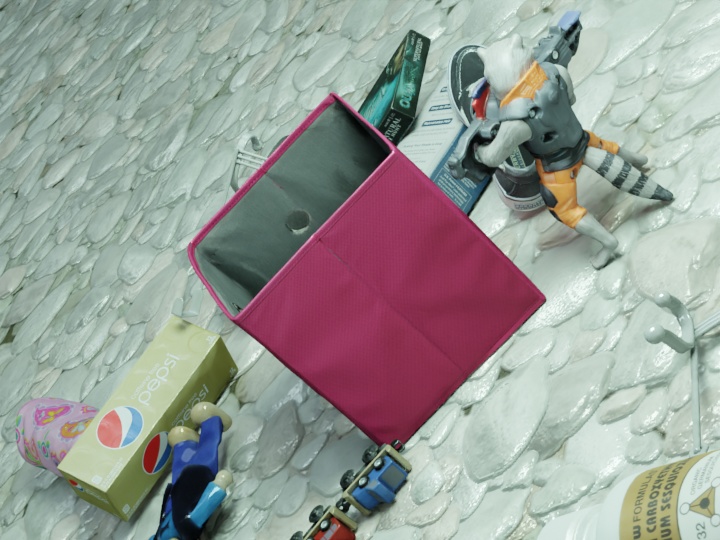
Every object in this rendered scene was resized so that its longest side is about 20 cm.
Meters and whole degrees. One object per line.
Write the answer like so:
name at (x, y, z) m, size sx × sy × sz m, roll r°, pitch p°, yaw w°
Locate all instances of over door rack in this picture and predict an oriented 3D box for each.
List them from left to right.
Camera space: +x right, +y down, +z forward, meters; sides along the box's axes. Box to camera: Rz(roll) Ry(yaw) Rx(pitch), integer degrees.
over door rack at (-0.084, -0.022, 1.770) m, size 0.148 × 0.067 × 0.200 m, roll 20°, pitch 87°, yaw 27°
over door rack at (0.272, 0.040, 1.207) m, size 0.148 × 0.067 × 0.200 m, roll -36°, pitch 28°, yaw 24°

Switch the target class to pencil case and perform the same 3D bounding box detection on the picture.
pencil case at (-0.300, 0.184, 1.887) m, size 0.087 × 0.087 × 0.200 m, roll -56°, pitch 26°, yaw -16°

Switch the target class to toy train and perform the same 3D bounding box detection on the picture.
toy train at (-0.029, 0.220, 1.471) m, size 0.200 × 0.034 × 0.046 m, roll -49°, pitch 29°, yaw -2°

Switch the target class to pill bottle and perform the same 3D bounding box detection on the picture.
pill bottle at (0.208, 0.172, 1.085) m, size 0.200 × 0.114 × 0.114 m, roll -24°, pitch 35°, yaw 41°

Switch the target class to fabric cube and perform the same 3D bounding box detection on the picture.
fabric cube at (0.000, 0.000, 1.546) m, size 0.200 × 0.199 × 0.196 m, roll -46°, pitch 27°, yaw 3°

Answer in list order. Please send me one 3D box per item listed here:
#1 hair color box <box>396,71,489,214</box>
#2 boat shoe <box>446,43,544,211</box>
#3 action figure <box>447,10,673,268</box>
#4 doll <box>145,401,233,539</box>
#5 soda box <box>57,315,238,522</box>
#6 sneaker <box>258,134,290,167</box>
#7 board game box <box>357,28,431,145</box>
hair color box at (0.087, -0.115, 1.730) m, size 0.100 × 0.061 × 0.200 m, roll 1°, pitch 54°, yaw 58°
boat shoe at (0.124, -0.147, 1.632) m, size 0.072 × 0.068 × 0.200 m, roll -17°, pitch 53°, yaw 2°
action figure at (0.173, -0.129, 1.466) m, size 0.105 × 0.193 × 0.200 m, roll -4°, pitch 49°, yaw 54°
doll at (-0.164, 0.218, 1.665) m, size 0.136 × 0.048 × 0.200 m, roll -46°, pitch 22°, yaw 29°
soda box at (-0.209, 0.145, 1.775) m, size 0.068 × 0.064 × 0.200 m, roll 21°, pitch 63°, yaw 30°
sneaker at (-0.114, -0.049, 1.894) m, size 0.115 × 0.076 × 0.201 m, roll 4°, pitch 75°, yaw 61°
board game box at (0.009, -0.138, 1.840) m, size 0.200 × 0.028 × 0.135 m, roll -55°, pitch 16°, yaw 41°
